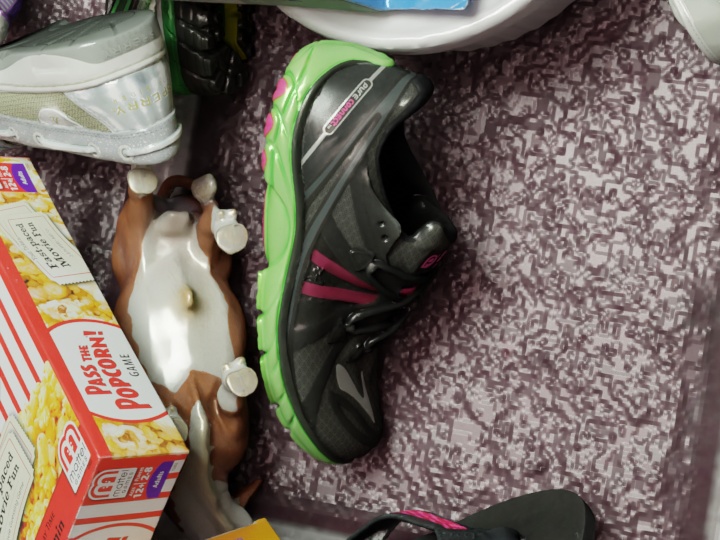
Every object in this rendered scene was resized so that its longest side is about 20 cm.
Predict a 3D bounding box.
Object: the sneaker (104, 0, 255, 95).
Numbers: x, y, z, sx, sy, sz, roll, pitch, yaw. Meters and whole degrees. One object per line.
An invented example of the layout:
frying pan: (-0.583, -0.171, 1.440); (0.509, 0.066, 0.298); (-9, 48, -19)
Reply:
sneaker: (-0.101, -0.186, 0.949); (0.084, 0.078, 0.202); (0, 85, 19)

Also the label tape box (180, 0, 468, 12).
label tape box: (-0.047, -0.190, 0.839); (0.198, 0.066, 0.145); (6, 87, 23)

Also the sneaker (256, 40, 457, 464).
sneaker: (0.000, 0.000, 0.871); (0.083, 0.077, 0.202); (6, 116, 12)

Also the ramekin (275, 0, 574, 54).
ramekin: (0.037, -0.192, 0.891); (0.200, 0.094, 0.205); (-2, 83, 21)

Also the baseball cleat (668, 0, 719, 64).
baseball cleat: (0.207, -0.121, 0.853); (0.200, 0.070, 0.107); (37, 103, 28)

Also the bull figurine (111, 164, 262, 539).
bull figurine: (-0.079, 0.046, 0.907); (0.064, 0.122, 0.202); (-9, 74, -14)

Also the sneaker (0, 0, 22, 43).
sneaker: (-0.198, -0.188, 0.953); (0.083, 0.081, 0.201); (-32, 46, 4)

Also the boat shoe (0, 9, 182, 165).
boat shoe: (-0.145, -0.079, 0.921); (0.201, 0.074, 0.065); (0, 113, 55)

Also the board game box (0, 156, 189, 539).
board game box: (-0.156, 0.068, 0.892); (0.200, 0.046, 0.152); (55, 132, 39)

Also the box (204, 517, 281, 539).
box: (-0.074, 0.219, 0.855); (0.118, 0.041, 0.202); (-17, 114, -18)

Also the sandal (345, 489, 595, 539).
sandal: (0.011, 0.143, 0.883); (0.198, 0.045, 0.075); (-20, 37, 18)
